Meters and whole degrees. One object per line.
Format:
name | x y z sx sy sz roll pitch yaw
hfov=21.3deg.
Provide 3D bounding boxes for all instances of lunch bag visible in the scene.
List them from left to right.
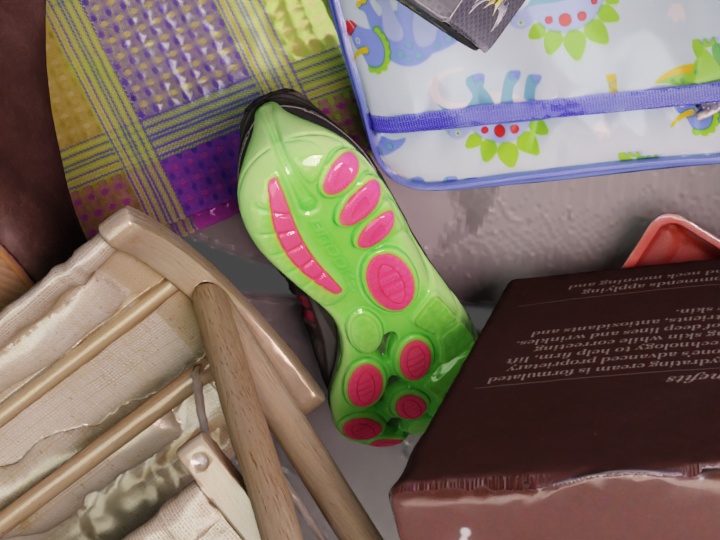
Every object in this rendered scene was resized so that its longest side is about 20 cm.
lunch bag | 0.089 -0.114 0.761 0.200 0.082 0.161 -3 114 19

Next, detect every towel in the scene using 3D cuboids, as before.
towel | -0.097 -0.085 0.860 0.200 0.023 0.144 -21 104 23

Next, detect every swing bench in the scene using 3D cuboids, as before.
swing bench | -0.102 0.120 0.750 0.199 0.130 0.200 -36 57 12

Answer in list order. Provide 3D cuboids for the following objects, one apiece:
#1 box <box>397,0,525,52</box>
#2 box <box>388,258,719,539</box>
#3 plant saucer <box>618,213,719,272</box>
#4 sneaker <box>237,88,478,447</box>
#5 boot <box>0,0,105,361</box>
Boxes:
box | 0.009 -0.199 0.704 0.200 0.051 0.158 36 95 22
box | 0.127 0.105 0.732 0.166 0.200 0.164 -5 110 20
plant saucer | 0.171 0.095 0.846 0.200 0.037 0.200 31 117 3
sneaker | 0.000 0.000 0.830 0.077 0.084 0.200 -20 132 1
boot | -0.141 -0.046 0.823 0.072 0.200 0.167 -4 76 38
